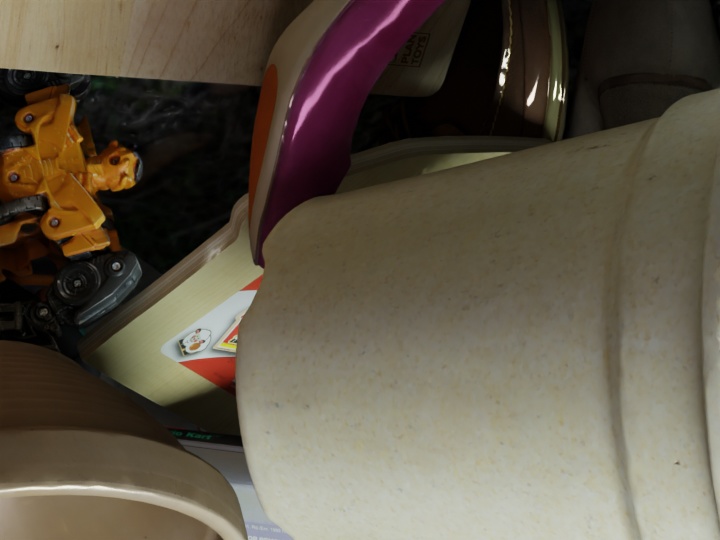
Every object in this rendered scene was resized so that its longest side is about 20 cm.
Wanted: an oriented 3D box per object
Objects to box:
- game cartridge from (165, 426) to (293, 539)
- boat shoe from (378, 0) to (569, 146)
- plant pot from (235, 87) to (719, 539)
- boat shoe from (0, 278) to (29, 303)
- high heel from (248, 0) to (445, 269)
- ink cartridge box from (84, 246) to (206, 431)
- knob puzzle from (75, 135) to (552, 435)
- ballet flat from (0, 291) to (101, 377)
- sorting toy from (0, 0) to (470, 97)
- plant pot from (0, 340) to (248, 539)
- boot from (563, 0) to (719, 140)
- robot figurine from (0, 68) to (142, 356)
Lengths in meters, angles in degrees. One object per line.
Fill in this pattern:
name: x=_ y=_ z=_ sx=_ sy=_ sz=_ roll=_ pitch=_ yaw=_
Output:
game cartridge: x=-0.047 y=0.127 z=0.850 sx=0.199 sy=0.038 sz=0.130 roll=6 pitch=124 yaw=17
boat shoe: x=0.043 y=-0.054 z=0.868 sx=0.067 sy=0.072 sz=0.201 roll=-2 pitch=139 yaw=-15
plant pot: x=0.066 y=0.034 z=0.667 sx=0.182 sy=0.201 sz=0.201 roll=-3 pitch=144 yaw=28
boat shoe: x=-0.230 y=0.033 z=0.893 sx=0.199 sy=0.068 sz=0.072 roll=-22 pitch=128 yaw=-7
high heel: x=0.021 y=-0.084 z=0.712 sx=0.095 sy=0.067 sz=0.201 roll=12 pitch=108 yaw=-14
ink cartridge box: x=-0.077 y=0.086 z=0.952 sx=0.068 sy=0.116 sz=0.200 roll=-32 pitch=133 yaw=20
knob puzzle: x=0.000 y=0.000 z=0.843 sx=0.218 sy=0.031 sz=0.220 roll=-19 pitch=146 yaw=-13
ballet flat: x=-0.211 y=0.056 z=0.838 sx=0.199 sy=0.073 sz=0.073 roll=-20 pitch=137 yaw=-1
sorting toy: x=-0.045 y=-0.168 z=0.726 sx=0.197 sy=0.070 sz=0.201 roll=2 pitch=135 yaw=-17
plant pot: x=-0.146 y=0.091 z=0.759 sx=0.199 sy=0.093 sz=0.201 roll=-9 pitch=150 yaw=-6
boot: x=0.120 y=-0.091 z=0.832 sx=0.070 sy=0.200 sz=0.147 roll=0 pitch=101 yaw=-2
robot figurine: x=-0.184 y=-0.015 z=0.802 sx=0.199 sy=0.146 sz=0.058 roll=-15 pitch=157 yaw=-4
